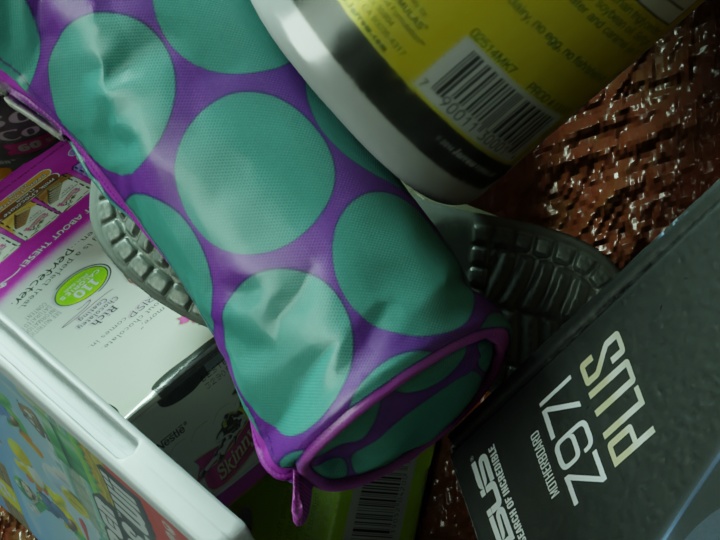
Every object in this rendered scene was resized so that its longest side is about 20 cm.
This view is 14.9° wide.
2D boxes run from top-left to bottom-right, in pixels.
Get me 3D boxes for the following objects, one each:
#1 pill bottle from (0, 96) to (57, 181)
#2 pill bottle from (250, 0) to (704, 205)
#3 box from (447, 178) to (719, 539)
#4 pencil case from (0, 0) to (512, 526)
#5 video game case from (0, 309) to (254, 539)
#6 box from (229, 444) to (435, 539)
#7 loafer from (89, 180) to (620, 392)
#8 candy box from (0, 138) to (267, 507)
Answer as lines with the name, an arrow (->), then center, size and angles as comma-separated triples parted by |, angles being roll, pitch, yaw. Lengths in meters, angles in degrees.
pill bottle -> -0.155, -0.116, 1.109 | 0.200, 0.116, 0.117 | 69, -166, -72
pill bottle -> 0.069, -0.124, 0.863 | 0.200, 0.114, 0.115 | -41, 51, 14
box -> 0.129, 0.092, 0.806 | 0.164, 0.086, 0.201 | -46, 51, 39
pencil case -> -0.042, -0.026, 0.875 | 0.092, 0.085, 0.200 | -36, 74, -5
video game case -> -0.095, 0.081, 0.983 | 0.200, 0.017, 0.143 | 38, 156, 34
box -> -0.057, 0.096, 1.080 | 0.200, 0.047, 0.123 | 18, 98, 51
loafer -> 0.000, 0.000, 0.941 | 0.199, 0.070, 0.076 | 22, 88, 16
candy box -> -0.079, 0.011, 1.052 | 0.200, 0.136, 0.061 | 25, 148, 52
